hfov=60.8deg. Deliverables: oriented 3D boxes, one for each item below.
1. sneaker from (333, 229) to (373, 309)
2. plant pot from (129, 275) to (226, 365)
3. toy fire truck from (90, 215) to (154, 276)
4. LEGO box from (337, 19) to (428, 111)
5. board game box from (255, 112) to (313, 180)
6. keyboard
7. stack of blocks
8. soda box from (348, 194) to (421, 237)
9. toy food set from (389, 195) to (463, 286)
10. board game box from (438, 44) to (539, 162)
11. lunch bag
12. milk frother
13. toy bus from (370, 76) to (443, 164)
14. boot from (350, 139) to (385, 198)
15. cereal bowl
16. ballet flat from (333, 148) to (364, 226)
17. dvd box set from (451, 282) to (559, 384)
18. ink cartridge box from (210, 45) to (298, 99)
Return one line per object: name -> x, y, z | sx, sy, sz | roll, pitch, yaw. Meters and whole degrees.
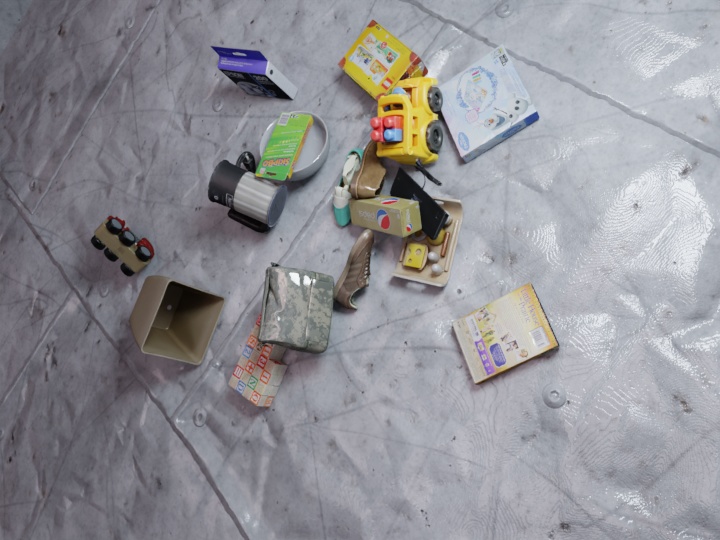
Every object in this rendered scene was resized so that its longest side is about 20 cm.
sneaker -> 0.000, 0.000, 1.506 | 0.074, 0.070, 0.204 | 30, 110, 12
plant pot -> -0.527, 0.120, 1.712 | 0.175, 0.198, 0.205 | 21, 88, 43
toy fire truck -> -0.730, -0.091, 1.910 | 0.128, 0.176, 0.201 | -39, 21, 14
LEGO box -> 0.057, -0.530, 1.604 | 0.149, 0.077, 0.201 | -47, 61, 11
board game box -> -0.199, -0.322, 1.607 | 0.093, 0.030, 0.205 | 11, 66, 22
keyboard -> 0.143, -0.178, 1.431 | 0.201, 0.020, 0.129 | 51, 130, 37
stack of blocks -> -0.248, 0.233, 1.593 | 0.113, 0.058, 0.205 | 24, 90, 31
soda box -> 0.055, -0.137, 1.467 | 0.198, 0.063, 0.070 | 19, 125, 49
toy food set -> 0.153, -0.073, 1.446 | 0.140, 0.060, 0.206 | 11, 83, 30
board game box -> 0.294, -0.395, 1.457 | 0.196, 0.043, 0.205 | -28, 66, 21
lunch bag -> -0.163, 0.093, 1.499 | 0.138, 0.163, 0.207 | -11, 69, 63
milk frother -> -0.284, -0.230, 1.680 | 0.184, 0.181, 0.204 | 23, 70, 8
toy bus -> 0.095, -0.360, 1.456 | 0.133, 0.189, 0.207 | 5, 97, 40
boot -> 0.034, -0.250, 1.527 | 0.073, 0.075, 0.204 | 4, 49, 15
cereal bowl -> -0.169, -0.325, 1.662 | 0.194, 0.084, 0.206 | -7, 62, 13
ballet flat -> -0.036, -0.220, 1.582 | 0.066, 0.070, 0.206 | 15, 85, 33
dvd box set -> 0.309, 0.137, 1.323 | 0.197, 0.029, 0.150 | -30, 64, 20
ink cartridge box -> -0.306, -0.558, 1.742 | 0.194, 0.199, 0.045 | 17, 82, 31
